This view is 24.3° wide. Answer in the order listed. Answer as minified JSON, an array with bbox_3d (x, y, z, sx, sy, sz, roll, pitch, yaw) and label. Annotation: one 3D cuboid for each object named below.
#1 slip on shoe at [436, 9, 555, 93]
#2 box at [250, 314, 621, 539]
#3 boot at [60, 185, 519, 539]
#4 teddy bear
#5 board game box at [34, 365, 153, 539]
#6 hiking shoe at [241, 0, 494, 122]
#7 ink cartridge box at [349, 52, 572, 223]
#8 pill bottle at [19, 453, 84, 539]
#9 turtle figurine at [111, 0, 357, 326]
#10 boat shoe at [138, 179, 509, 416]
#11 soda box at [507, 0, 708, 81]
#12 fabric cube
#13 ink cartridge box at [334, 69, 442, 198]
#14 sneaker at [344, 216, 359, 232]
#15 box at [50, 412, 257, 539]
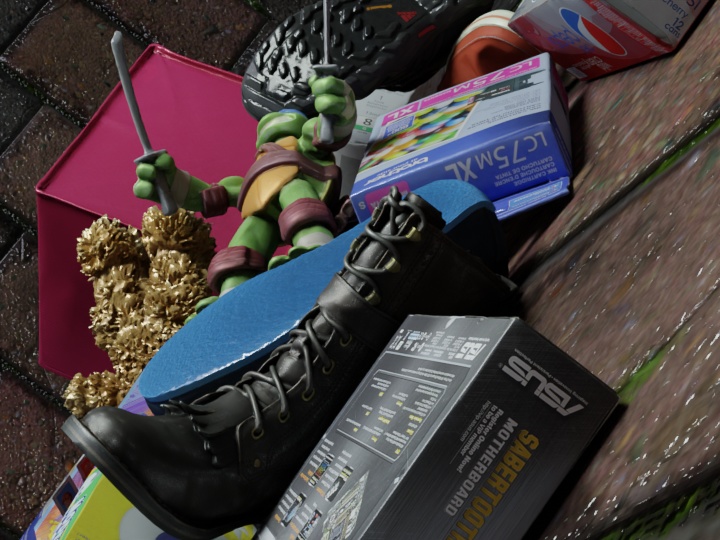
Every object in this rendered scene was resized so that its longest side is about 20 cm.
[{"bbox_3d":[0.075,-0.101,1.135,0.200,0.074,0.061,-55,8,53],"label":"slip on shoe"},{"bbox_3d":[0.010,0.093,0.636,0.159,0.048,0.200,-55,6,-7],"label":"box"},{"bbox_3d":[-0.025,0.037,0.749,0.175,0.069,0.200,-56,-36,7],"label":"boot"},{"bbox_3d":[-0.126,0.056,1.061,0.067,0.144,0.201,-17,-69,-73],"label":"teddy bear"},{"bbox_3d":[-0.087,0.095,0.915,0.200,0.157,0.039,-59,-34,-41],"label":"board game box"},{"bbox_3d":[0.013,-0.143,1.127,0.199,0.076,0.101,-30,-25,-9],"label":"hiking shoe"},{"bbox_3d":[0.059,-0.067,0.950,0.119,0.042,0.200,-20,19,13],"label":"ink cartridge box"},{"bbox_3d":[-0.168,0.210,1.005,0.200,0.119,0.120,-52,6,19],"label":"pill bottle"},{"bbox_3d":[-0.071,-0.061,0.974,0.195,0.143,0.201,-96,-1,-47],"label":"turtle figurine"},{"bbox_3d":[-0.012,0.033,0.835,0.199,0.069,0.084,-26,30,5],"label":"boat shoe"},{"bbox_3d":[0.144,-0.159,0.948,0.070,0.063,0.200,-54,7,-2],"label":"soda box"},{"bbox_3d":[-0.123,-0.020,1.304,0.200,0.195,0.200,99,-164,-45],"label":"fabric cube"},{"bbox_3d":[0.015,-0.078,1.269,0.200,0.050,0.162,-66,-13,-53],"label":"ink cartridge box"},{"bbox_3d":[0.000,0.000,1.073,0.082,0.073,0.200,-46,3,-20],"label":"sneaker"},{"bbox_3d":[-0.089,0.151,0.746,0.048,0.117,0.200,-53,7,23],"label":"box"}]
